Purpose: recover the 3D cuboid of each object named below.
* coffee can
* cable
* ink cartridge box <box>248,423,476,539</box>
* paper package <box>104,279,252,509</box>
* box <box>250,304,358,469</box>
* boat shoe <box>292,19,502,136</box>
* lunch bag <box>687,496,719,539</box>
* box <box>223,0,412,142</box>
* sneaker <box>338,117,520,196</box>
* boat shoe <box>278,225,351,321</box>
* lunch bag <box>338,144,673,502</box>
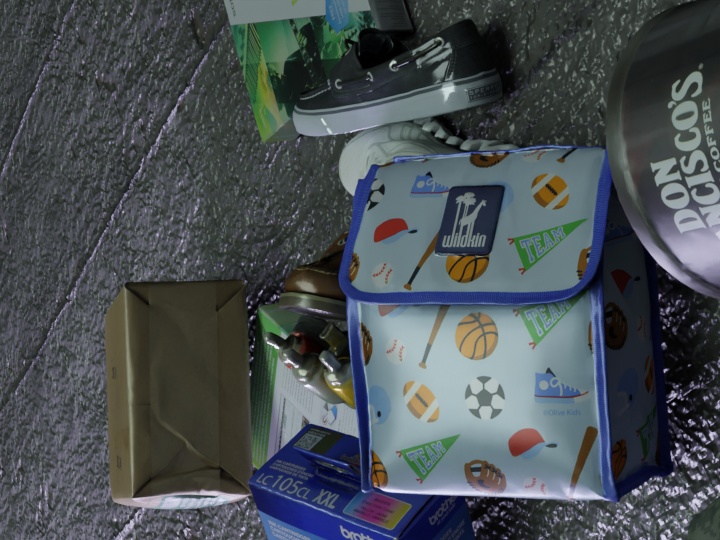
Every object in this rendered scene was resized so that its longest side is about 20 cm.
[{"bbox_3d":[0.225,-0.072,0.620,0.200,0.146,0.147,-15,84,58],"label":"coffee can"},{"bbox_3d":[0.012,0.095,0.977,0.200,0.050,0.097,46,165,-33],"label":"cable"},{"bbox_3d":[0.008,0.192,1.006,0.136,0.076,0.200,13,129,38],"label":"ink cartridge box"},{"bbox_3d":[-0.162,0.111,1.267,0.200,0.103,0.191,146,122,-71],"label":"paper package"},{"bbox_3d":[-0.029,0.132,1.172,0.200,0.036,0.144,37,128,47],"label":"box"},{"bbox_3d":[0.016,-0.136,1.006,0.200,0.070,0.066,0,109,56],"label":"boat shoe"},{"bbox_3d":[0.243,0.146,0.611,0.168,0.139,0.200,-51,24,39],"label":"lunch bag"},{"bbox_3d":[-0.040,-0.203,1.123,0.200,0.036,0.144,-36,66,56],"label":"box"},{"bbox_3d":[0.033,-0.065,0.997,0.200,0.081,0.075,17,113,57],"label":"sneaker"},{"bbox_3d":[0.000,0.000,0.972,0.072,0.200,0.068,12,92,16],"label":"boat shoe"},{"bbox_3d":[0.083,0.029,0.854,0.170,0.124,0.200,-1,93,29],"label":"lunch bag"}]
